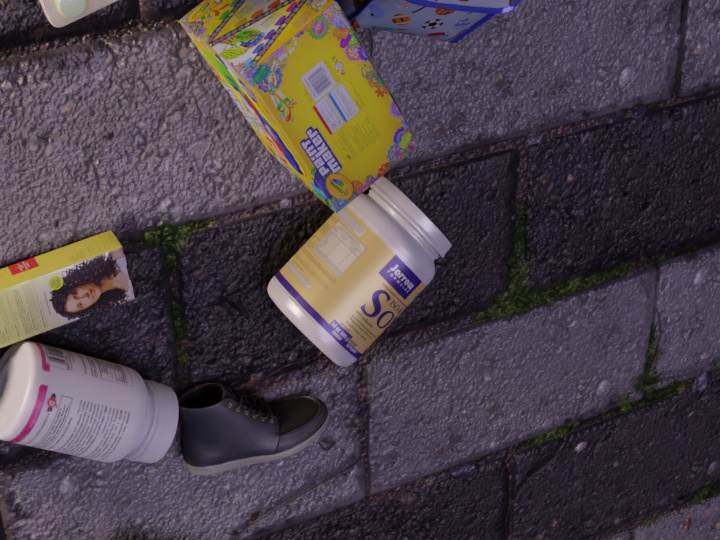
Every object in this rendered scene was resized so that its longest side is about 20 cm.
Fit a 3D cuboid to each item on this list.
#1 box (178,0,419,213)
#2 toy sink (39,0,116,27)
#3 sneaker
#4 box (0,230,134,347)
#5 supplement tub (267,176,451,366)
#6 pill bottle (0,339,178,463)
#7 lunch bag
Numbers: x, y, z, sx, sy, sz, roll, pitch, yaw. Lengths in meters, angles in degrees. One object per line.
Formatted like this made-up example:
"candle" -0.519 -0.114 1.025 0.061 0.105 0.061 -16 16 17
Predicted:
"box" -0.066 -0.203 1.402 0.122 0.193 0.201 -39 128 -6
"toy sink" -0.272 -0.316 1.215 0.111 0.200 0.131 -29 128 -14
"sneaker" -0.133 0.182 1.649 0.198 0.075 0.107 -18 126 -20
"box" -0.356 0.026 1.449 0.198 0.050 0.076 -22 125 -18
"supplement tub" 0.000 0.000 1.583 0.200 0.145 0.145 -46 129 0
"pill bottle" -0.317 0.158 1.504 0.199 0.113 0.114 20 105 -36
"lunch bag" 0.084 -0.331 1.404 0.168 0.199 0.126 0 74 -33
